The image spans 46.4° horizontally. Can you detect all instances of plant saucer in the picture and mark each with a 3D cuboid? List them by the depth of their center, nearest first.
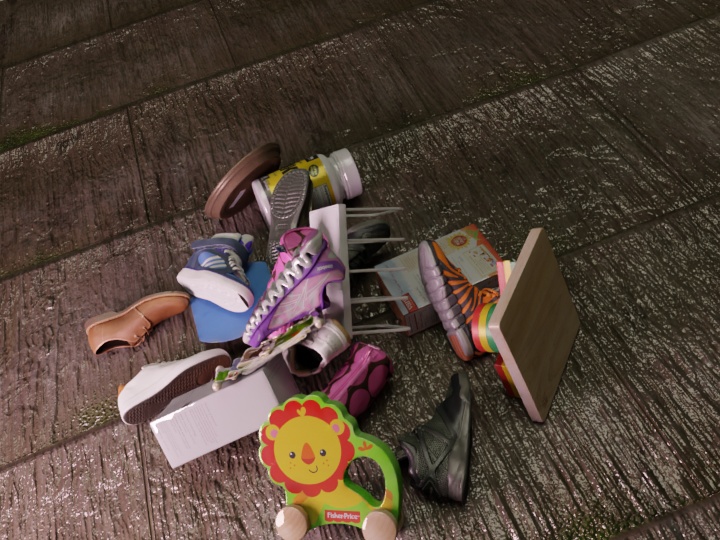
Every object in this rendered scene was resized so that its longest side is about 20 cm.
[{"bbox_3d":[-0.226,-0.171,1.658,0.029,0.200,0.200,45,64,5],"label":"plant saucer"}]

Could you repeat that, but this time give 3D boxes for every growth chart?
[{"bbox_3d":[-0.135,0.113,1.249,0.198,0.018,0.145,-31,9,-10],"label":"growth chart"}]

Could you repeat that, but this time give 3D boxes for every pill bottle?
[{"bbox_3d":[-0.102,-0.157,1.639,0.197,0.116,0.115,-23,43,-9],"label":"pill bottle"}]

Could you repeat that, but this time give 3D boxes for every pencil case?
[{"bbox_3d":[-0.031,0.193,1.257,0.090,0.095,0.200,22,54,28],"label":"pencil case"},{"bbox_3d":[-0.109,0.029,1.338,0.089,0.202,0.095,-3,48,-22],"label":"pencil case"}]

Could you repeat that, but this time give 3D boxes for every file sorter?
[{"bbox_3d":[0.000,0.000,1.345,0.122,0.204,0.138,-4,0,-23],"label":"file sorter"}]

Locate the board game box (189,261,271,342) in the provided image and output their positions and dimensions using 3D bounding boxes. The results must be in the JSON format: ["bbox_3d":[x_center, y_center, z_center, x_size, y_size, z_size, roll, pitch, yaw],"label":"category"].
[{"bbox_3d":[-0.218,0.067,1.498,0.156,0.039,0.201,-26,38,-4],"label":"board game box"}]

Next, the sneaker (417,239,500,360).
[{"bbox_3d":[0.170,0.032,1.337,0.111,0.203,0.077,-24,3,-14],"label":"sneaker"}]

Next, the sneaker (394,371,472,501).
[{"bbox_3d":[0.106,0.228,1.204,0.112,0.077,0.202,4,51,11],"label":"sneaker"}]

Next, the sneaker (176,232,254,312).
[{"bbox_3d":[-0.226,-0.013,1.495,0.198,0.081,0.147,12,53,43],"label":"sneaker"}]

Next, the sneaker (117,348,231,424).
[{"bbox_3d":[-0.313,0.169,1.391,0.197,0.074,0.085,-27,46,-9],"label":"sneaker"}]

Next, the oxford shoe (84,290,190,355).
[{"bbox_3d":[-0.392,0.097,1.506,0.197,0.072,0.072,-23,60,0],"label":"oxford shoe"}]

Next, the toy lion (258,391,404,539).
[{"bbox_3d":[-0.041,0.263,1.132,0.196,0.196,0.069,0,3,15],"label":"toy lion"}]

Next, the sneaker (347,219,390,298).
[{"bbox_3d":[-0.017,-0.007,1.477,0.197,0.077,0.114,-31,46,-11],"label":"sneaker"}]

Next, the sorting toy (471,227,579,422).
[{"bbox_3d":[0.239,0.079,1.240,0.069,0.200,0.201,-1,42,37],"label":"sorting toy"}]

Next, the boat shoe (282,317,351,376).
[{"bbox_3d":[-0.087,0.130,1.297,0.071,0.200,0.069,48,59,-2],"label":"boat shoe"}]

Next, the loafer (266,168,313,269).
[{"bbox_3d":[-0.126,-0.089,1.548,0.074,0.070,0.204,4,74,25],"label":"loafer"}]

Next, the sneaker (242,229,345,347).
[{"bbox_3d":[-0.092,0.043,1.217,0.201,0.088,0.081,-51,12,14],"label":"sneaker"}]

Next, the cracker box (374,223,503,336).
[{"bbox_3d":[0.138,0.014,1.431,0.197,0.058,0.135,-22,44,-8],"label":"cracker box"}]

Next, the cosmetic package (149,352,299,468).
[{"bbox_3d":[-0.199,0.204,1.252,0.197,0.082,0.113,-27,7,10],"label":"cosmetic package"}]
